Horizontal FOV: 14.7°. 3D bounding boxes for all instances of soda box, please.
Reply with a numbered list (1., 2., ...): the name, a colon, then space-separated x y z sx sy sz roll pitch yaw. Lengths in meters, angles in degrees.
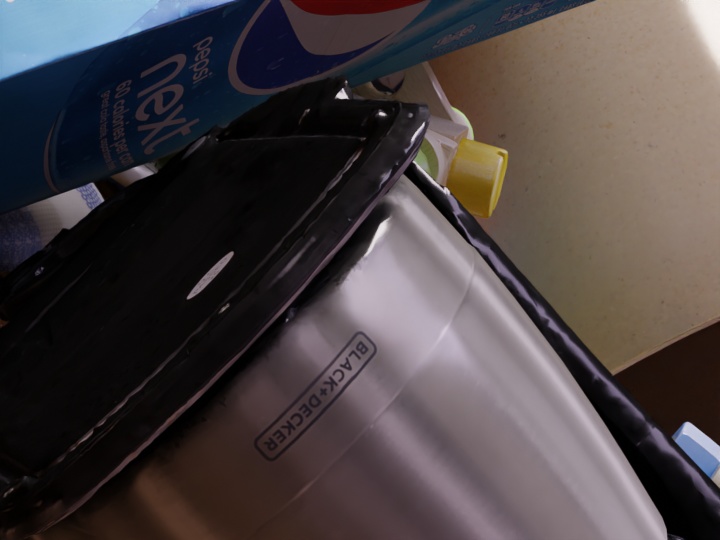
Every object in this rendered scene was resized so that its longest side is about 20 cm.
1. soda box: -0.022 -0.078 0.629 0.199 0.064 0.068 -22 71 -32

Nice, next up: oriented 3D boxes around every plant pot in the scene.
1. plant pot: 0.090 -0.051 0.927 0.187 0.187 0.201 23 42 -64

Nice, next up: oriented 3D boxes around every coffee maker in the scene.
1. coffee maker: 0.022 0.066 0.565 0.200 0.135 0.192 48 12 -14

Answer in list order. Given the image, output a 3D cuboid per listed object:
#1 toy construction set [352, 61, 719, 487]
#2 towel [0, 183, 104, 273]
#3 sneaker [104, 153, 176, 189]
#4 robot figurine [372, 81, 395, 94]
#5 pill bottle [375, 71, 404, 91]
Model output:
1. toy construction set: 0.030 0.028 0.685 0.200 0.131 0.092 40 14 17
2. towel: -0.133 -0.056 0.630 0.147 0.024 0.200 54 15 5
3. sneaker: -0.080 -0.086 0.776 0.200 0.076 0.077 44 14 -16
4. robot figurine: -0.051 -0.094 0.923 0.145 0.058 0.200 37 16 -20
5. pill bottle: 0.010 -0.117 1.088 0.201 0.116 0.116 57 14 27
